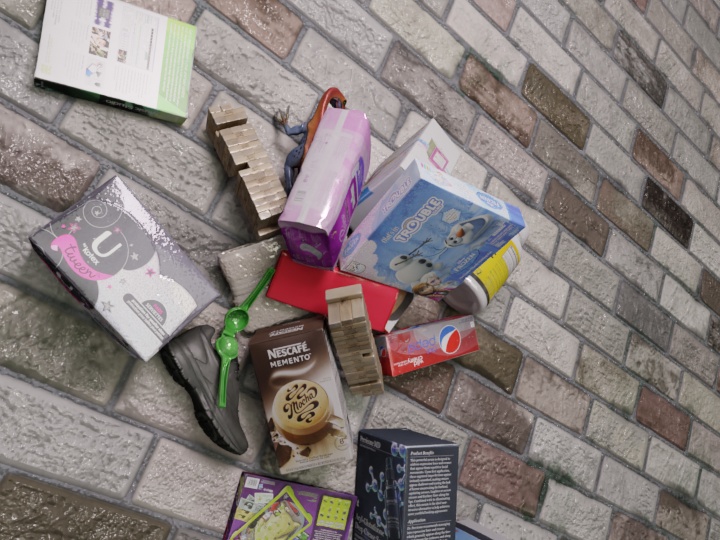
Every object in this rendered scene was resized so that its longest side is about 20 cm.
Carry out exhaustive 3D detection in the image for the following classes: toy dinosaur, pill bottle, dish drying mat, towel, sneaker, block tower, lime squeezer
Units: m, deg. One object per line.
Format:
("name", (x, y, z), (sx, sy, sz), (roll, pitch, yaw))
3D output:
("toy dinosaur", (-0.063, -0.193, 0.848), (0.104, 0.200, 0.183), (15, 112, -38))
("pill bottle", (0.237, -0.021, 1.019), (0.200, 0.111, 0.112), (-46, 107, -26))
("dish drying mat", (-0.040, 0.033, 0.814), (0.197, 0.018, 0.078), (19, 104, -20))
("towel", (-0.104, 0.008, 0.819), (0.197, 0.034, 0.135), (-19, 106, -8))
("sneaker", (-0.204, 0.170, 0.772), (0.090, 0.075, 0.203), (-33, 104, -36))
("block tower", (-0.166, -0.150, 0.797), (0.053, 0.058, 0.202), (-21, 78, -27))
("block tower", (-0.006, 0.113, 0.811), (0.053, 0.058, 0.202), (-11, 132, 4))
("lime squeezer", (-0.173, 0.093, 0.761), (0.038, 0.070, 0.203), (43, 58, -48))

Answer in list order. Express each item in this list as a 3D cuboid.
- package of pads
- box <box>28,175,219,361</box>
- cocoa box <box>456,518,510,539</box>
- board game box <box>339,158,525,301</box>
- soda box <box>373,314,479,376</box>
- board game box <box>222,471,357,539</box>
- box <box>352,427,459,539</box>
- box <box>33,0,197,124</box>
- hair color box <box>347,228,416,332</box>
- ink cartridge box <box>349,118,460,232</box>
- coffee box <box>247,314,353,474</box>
("package of pads", (-0.043, -0.114, 0.751), (0.074, 0.121, 0.203), (14, 65, 11))
("box", (-0.307, 0.002, 0.703), (0.132, 0.114, 0.201), (-45, 106, -26))
("cocoa box", (0.194, 0.519, 0.887), (0.129, 0.199, 0.136), (2, 84, -28))
("board game box", (0.100, -0.046, 0.784), (0.196, 0.200, 0.044), (18, 45, -28))
("soda box", (0.115, 0.132, 0.960), (0.197, 0.063, 0.071), (-10, 89, -29))
("board game box", (-0.106, 0.391, 0.828), (0.198, 0.032, 0.122), (23, 70, -25))
("box", (0.070, 0.369, 0.861), (0.105, 0.148, 0.204), (8, 80, -28))
("box", (-0.341, -0.306, 0.762), (0.197, 0.036, 0.147), (9, 81, -27))
("hair color box", (0.000, 0.000, 0.903), (0.200, 0.061, 0.102), (44, 74, -19))
("ink cartridge box", (0.071, -0.142, 0.876), (0.085, 0.144, 0.201), (47, 39, -11))
("coffee box", (-0.085, 0.180, 0.793), (0.111, 0.080, 0.204), (-12, 100, 2))
